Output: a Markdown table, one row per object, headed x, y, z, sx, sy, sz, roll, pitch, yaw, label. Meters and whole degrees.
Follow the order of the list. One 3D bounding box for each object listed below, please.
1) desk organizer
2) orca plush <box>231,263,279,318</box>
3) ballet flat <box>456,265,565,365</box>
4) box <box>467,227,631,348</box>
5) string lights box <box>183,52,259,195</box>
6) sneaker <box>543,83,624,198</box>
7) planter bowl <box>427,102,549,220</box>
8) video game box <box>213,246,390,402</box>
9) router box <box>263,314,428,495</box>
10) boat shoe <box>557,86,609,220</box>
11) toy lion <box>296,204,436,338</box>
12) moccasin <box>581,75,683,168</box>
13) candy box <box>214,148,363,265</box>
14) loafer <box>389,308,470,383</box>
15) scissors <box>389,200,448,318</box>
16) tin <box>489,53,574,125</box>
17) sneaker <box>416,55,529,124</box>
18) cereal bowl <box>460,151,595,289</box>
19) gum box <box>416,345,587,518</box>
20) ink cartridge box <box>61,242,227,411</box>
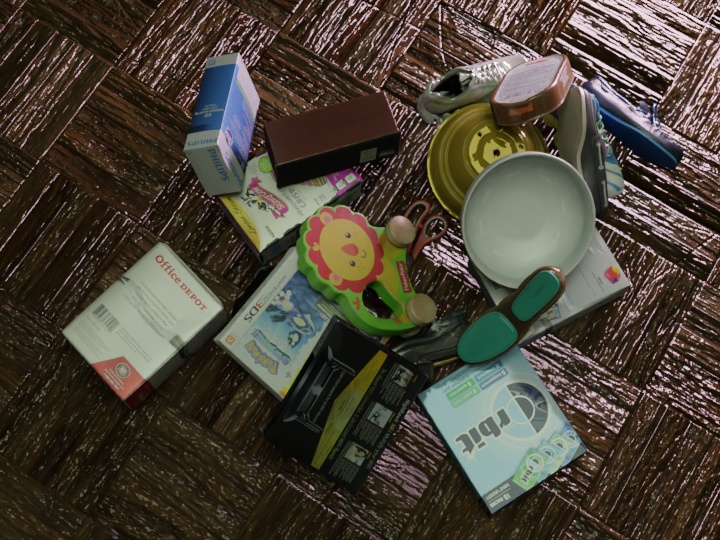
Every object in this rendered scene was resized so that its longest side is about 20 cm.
| x | y | z | sx | sy | sz | roll | pitch | yaw | label |
| --- | --- | --- | --- | --- | --- | --- | --- | --- | --- |
| -0.044 | -0.200 | 1.740 | 0.197 | 0.072 | 0.078 | -16 | 68 | -9 | desk organizer |
| -0.103 | 0.022 | 1.726 | 0.197 | 0.071 | 0.107 | -13 | 71 | -4 | orca plush |
| 0.223 | 0.063 | 1.656 | 0.068 | 0.072 | 0.200 | 48 | 114 | 12 | ballet flat |
| 0.285 | 0.006 | 1.745 | 0.198 | 0.041 | 0.157 | -27 | 73 | -8 | box |
| -0.209 | -0.225 | 1.759 | 0.058 | 0.103 | 0.202 | -6 | 50 | 15 | string lights box |
| 0.348 | -0.208 | 1.782 | 0.075 | 0.105 | 0.201 | -30 | 73 | -12 | sneaker |
| 0.204 | -0.172 | 1.765 | 0.197 | 0.083 | 0.204 | 0 | 81 | -2 | planter bowl |
| -0.082 | 0.098 | 1.677 | 0.200 | 0.047 | 0.183 | 42 | 77 | -11 | video game box |
| -0.021 | 0.190 | 1.626 | 0.156 | 0.052 | 0.201 | 32 | 92 | -8 | router box |
| 0.342 | -0.176 | 1.734 | 0.062 | 0.073 | 0.203 | -4 | 93 | -21 | boat shoe |
| 0.000 | 0.000 | 1.680 | 0.189 | 0.069 | 0.203 | -3 | 68 | -32 | toy lion |
| 0.431 | -0.242 | 1.807 | 0.199 | 0.081 | 0.068 | 40 | 77 | 12 | moccasin |
| -0.112 | -0.124 | 1.782 | 0.199 | 0.061 | 0.137 | -36 | 75 | -11 | candy box |
| 0.086 | 0.135 | 1.688 | 0.198 | 0.073 | 0.073 | -31 | 78 | -8 | loafer |
| 0.067 | -0.016 | 1.771 | 0.073 | 0.014 | 0.201 | 29 | 75 | 8 | scissors |
| 0.262 | -0.278 | 1.745 | 0.110 | 0.042 | 0.201 | -7 | 27 | 24 | tin |
| 0.186 | -0.297 | 1.829 | 0.198 | 0.081 | 0.076 | -23 | 70 | -9 | sneaker |
| 0.242 | -0.077 | 1.692 | 0.197 | 0.083 | 0.203 | 0 | 100 | -1 | cereal bowl |
| 0.203 | 0.226 | 1.668 | 0.169 | 0.045 | 0.201 | -31 | 73 | -10 | gum box |
| -0.315 | 0.082 | 1.701 | 0.200 | 0.083 | 0.147 | -43 | 76 | -12 | ink cartridge box |
